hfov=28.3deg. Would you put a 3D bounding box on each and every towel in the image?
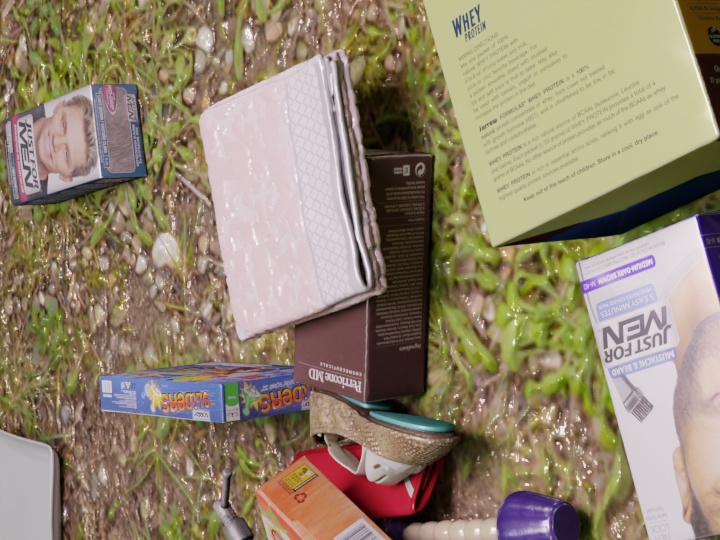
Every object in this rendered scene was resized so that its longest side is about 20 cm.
[{"bbox_3d":[-0.061,-0.058,1.169,0.190,0.032,0.203,-19,78,49],"label":"towel"}]

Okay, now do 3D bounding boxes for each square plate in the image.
[{"bbox_3d":[-0.411,0.293,1.726,0.197,0.028,0.203,8,100,49],"label":"square plate"}]

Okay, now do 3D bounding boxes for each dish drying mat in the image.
[{"bbox_3d":[-0.006,0.181,1.227,0.199,0.018,0.077,-14,46,49],"label":"dish drying mat"}]

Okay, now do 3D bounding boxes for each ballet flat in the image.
[{"bbox_3d":[0.017,0.140,1.172,0.199,0.070,0.066,13,93,63],"label":"ballet flat"}]

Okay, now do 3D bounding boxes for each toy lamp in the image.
[{"bbox_3d":[0.089,0.205,1.121,0.199,0.058,0.059,-15,82,48],"label":"toy lamp"}]

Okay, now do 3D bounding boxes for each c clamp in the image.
[{"bbox_3d":[-0.076,0.285,1.225,0.201,0.027,0.171,57,160,19],"label":"c clamp"}]

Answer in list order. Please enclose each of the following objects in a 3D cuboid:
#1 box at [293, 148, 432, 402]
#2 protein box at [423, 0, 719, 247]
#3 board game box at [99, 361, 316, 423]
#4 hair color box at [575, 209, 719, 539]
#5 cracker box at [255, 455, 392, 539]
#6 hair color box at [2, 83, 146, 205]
[{"bbox_3d":[0.000,0.000,1.191,0.100,0.074,0.203,10,103,48],"label":"box"},{"bbox_3d":[0.169,-0.145,0.934,0.198,0.134,0.202,-27,74,47],"label":"protein box"},{"bbox_3d":[-0.130,0.109,1.304,0.199,0.134,0.035,-2,92,50],"label":"board game box"},{"bbox_3d":[0.224,0.073,0.948,0.109,0.064,0.202,-25,77,47],"label":"hair color box"},{"bbox_3d":[-0.013,0.268,1.181,0.134,0.057,0.202,38,149,40],"label":"cracker box"},{"bbox_3d":[-0.314,-0.134,1.546,0.199,0.060,0.101,-10,87,48],"label":"hair color box"}]
